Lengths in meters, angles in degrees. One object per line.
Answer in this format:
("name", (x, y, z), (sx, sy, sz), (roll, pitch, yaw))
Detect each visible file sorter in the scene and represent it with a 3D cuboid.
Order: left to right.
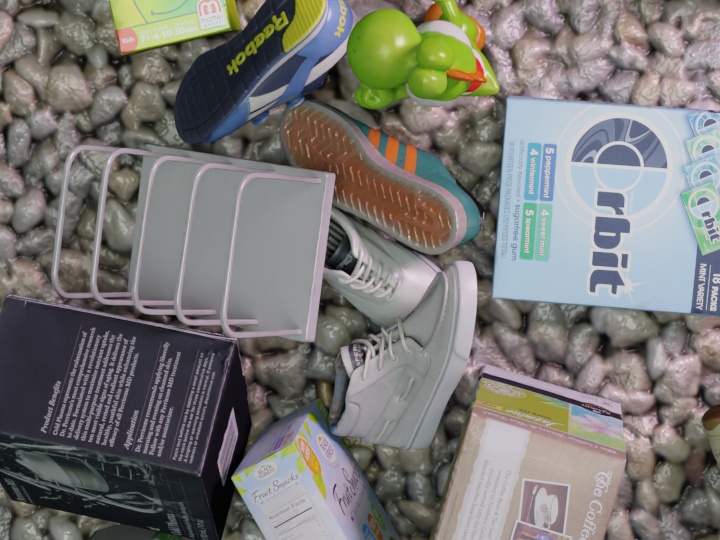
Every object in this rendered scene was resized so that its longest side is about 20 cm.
("file sorter", (-0.143, -0.027, 1.360), (0.198, 0.124, 0.141), (11, 95, 33))

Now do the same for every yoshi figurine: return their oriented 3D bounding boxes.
("yoshi figurine", (0.041, -0.177, 1.320), (0.111, 0.200, 0.114), (-18, 97, 9))

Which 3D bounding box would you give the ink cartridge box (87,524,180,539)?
("ink cartridge box", (-0.190, 0.336, 1.450), (0.083, 0.146, 0.203), (-12, 97, 7))

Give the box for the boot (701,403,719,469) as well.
("boot", (0.403, 0.169, 1.393), (0.198, 0.072, 0.157), (-15, 96, 14))

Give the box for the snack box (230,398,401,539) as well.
("snack box", (-0.022, 0.225, 1.402), (0.067, 0.169, 0.201), (-30, 94, 9))

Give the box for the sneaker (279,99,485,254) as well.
("sneaker", (0.019, -0.080, 1.409), (0.199, 0.080, 0.072), (37, 113, 21))

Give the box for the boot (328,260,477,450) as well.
("boot", (0.031, 0.073, 1.383), (0.094, 0.074, 0.202), (6, 127, -14))

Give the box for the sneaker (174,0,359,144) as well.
("sneaker", (-0.078, -0.165, 1.397), (0.199, 0.082, 0.075), (-33, 62, 32))

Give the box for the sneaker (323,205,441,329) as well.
("sneaker", (0.000, 0.000, 1.416), (0.199, 0.071, 0.074), (31, 101, 2))

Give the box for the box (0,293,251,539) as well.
("box", (-0.203, 0.128, 1.381), (0.194, 0.201, 0.125), (12, 66, 6))

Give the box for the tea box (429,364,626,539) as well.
("tea box", (0.130, 0.206, 1.367), (0.132, 0.197, 0.202), (16, 99, 4))

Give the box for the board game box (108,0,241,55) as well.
("board game box", (-0.174, -0.294, 1.406), (0.100, 0.048, 0.203), (-11, 97, 8))

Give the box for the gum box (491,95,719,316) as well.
("gum box", (0.215, -0.055, 1.396), (0.197, 0.045, 0.172), (5, 98, 5))
